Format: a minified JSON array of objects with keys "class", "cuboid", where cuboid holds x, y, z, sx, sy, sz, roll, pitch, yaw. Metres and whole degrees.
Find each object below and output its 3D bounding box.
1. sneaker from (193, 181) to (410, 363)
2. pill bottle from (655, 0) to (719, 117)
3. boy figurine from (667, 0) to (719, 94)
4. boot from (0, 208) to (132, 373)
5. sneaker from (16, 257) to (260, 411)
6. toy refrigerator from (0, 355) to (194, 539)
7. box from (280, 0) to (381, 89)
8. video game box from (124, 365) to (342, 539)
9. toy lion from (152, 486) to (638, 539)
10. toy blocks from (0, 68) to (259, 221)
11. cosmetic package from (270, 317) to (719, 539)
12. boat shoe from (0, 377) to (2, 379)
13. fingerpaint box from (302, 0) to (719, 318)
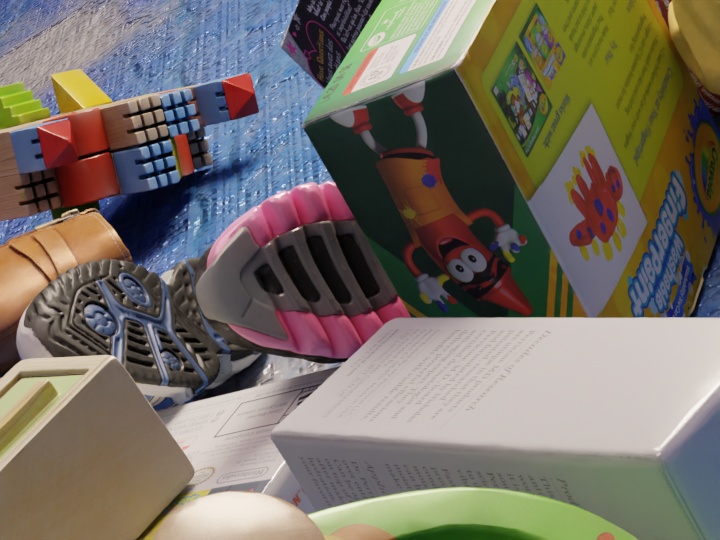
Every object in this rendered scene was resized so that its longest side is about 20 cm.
[{"class":"sneaker","cuboid":[0.000,0.000,1.057,0.199,0.080,0.095,-13,-5,-41]},{"class":"pill bottle","cuboid":[0.170,-0.131,1.097,0.199,0.113,0.113,-17,25,36]},{"class":"boy figurine","cuboid":[0.162,-0.120,0.981,0.064,0.201,0.124,-13,-14,-20]},{"class":"boot","cuboid":[-0.215,0.010,1.411,0.154,0.074,0.200,-33,26,-9]},{"class":"sneaker","cuboid":[-0.108,0.043,1.115,0.077,0.076,0.200,-39,-13,14]},{"class":"toy refrigerator","cuboid":[-0.163,0.119,0.939,0.076,0.070,0.200,-4,35,52]},{"class":"box","cuboid":[0.071,-0.166,1.261,0.200,0.115,0.132,-42,-8,-27]},{"class":"video game box","cuboid":[-0.101,0.124,1.000,0.199,0.047,0.182,-15,24,39]},{"class":"toy lion","cuboid":[0.063,0.124,0.599,0.191,0.069,0.200,-12,40,-22]},{"class":"toy blocks","cuboid":[-0.151,-0.073,1.444,0.136,0.101,0.199,-7,9,45]},{"class":"cosmetic package","cuboid":[0.070,0.074,0.782,0.071,0.102,0.199,-42,23,-28]},{"class":"boat shoe","cuboid":[-0.227,0.128,1.140,0.200,0.069,0.075,-37,20,-14]},{"class":"fingerpaint box","cuboid":[0.071,-0.046,0.965,0.073,0.167,0.200,-18,25,29]}]
